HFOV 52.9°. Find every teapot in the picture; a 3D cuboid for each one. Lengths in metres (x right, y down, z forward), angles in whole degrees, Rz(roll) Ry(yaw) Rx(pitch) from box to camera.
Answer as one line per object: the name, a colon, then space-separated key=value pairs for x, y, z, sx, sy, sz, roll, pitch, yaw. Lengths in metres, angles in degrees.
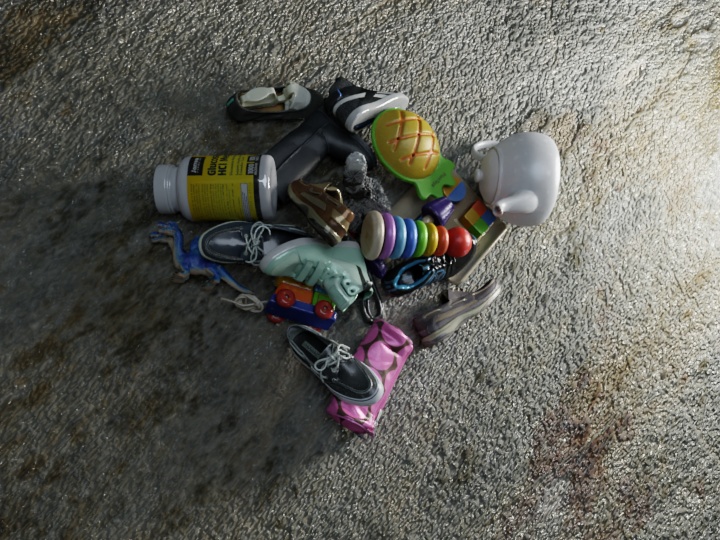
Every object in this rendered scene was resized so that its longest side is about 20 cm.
teapot: x=0.294 y=-0.184 z=1.422 sx=0.145 sy=0.200 sz=0.199 roll=4 pitch=83 yaw=-5

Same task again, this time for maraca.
maraca: x=0.102 y=-0.224 z=1.388 sx=0.200 sy=0.107 sz=0.137 roll=47 pitch=64 yaw=-7

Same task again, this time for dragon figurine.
dragon figurine: x=-0.269 y=-0.022 z=1.249 sx=0.198 sy=0.059 sz=0.100 roll=14 pitch=70 yaw=-12

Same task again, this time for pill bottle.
pill bottle: x=-0.248 y=-0.142 z=1.249 sx=0.198 sy=0.113 sz=0.114 roll=-1 pitch=73 yaw=0

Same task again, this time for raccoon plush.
raccoon plush: x=0.010 y=-0.165 z=1.311 sx=0.096 sy=0.201 sz=0.135 roll=3 pitch=48 yaw=-6

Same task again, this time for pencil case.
pencil case: x=0.022 y=0.186 z=1.264 sx=0.093 sy=0.091 sz=0.201 roll=17 pitch=66 yaw=26

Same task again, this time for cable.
cable: x=0.000 y=0.000 z=1.352 sx=0.097 sy=0.050 sz=0.202 roll=-25 pitch=94 yaw=-40

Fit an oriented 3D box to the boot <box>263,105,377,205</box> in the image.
boot: x=-0.089 y=-0.195 z=1.358 sx=0.165 sy=0.066 sz=0.200 roll=41 pitch=63 yaw=7

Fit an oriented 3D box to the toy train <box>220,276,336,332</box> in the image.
toy train: x=-0.135 y=0.026 z=1.268 sx=0.198 sy=0.085 sz=0.117 roll=17 pitch=58 yaw=-13

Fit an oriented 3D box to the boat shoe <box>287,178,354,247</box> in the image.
boat shoe: x=-0.063 y=-0.112 z=1.242 sx=0.074 sy=0.200 sz=0.076 roll=-43 pitch=128 yaw=3

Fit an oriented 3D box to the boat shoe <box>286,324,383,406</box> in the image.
boat shoe: x=-0.047 y=0.152 z=1.211 sx=0.074 sy=0.068 sz=0.199 roll=-44 pitch=59 yaw=-13

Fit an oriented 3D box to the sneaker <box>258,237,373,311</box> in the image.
sneaker: x=-0.066 y=0.012 z=1.214 sx=0.199 sy=0.074 sz=0.119 roll=-4 pitch=58 yaw=-33

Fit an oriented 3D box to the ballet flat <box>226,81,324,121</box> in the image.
ballet flat: x=-0.155 y=-0.322 z=1.376 sx=0.198 sy=0.068 sz=0.069 roll=-14 pitch=77 yaw=-22

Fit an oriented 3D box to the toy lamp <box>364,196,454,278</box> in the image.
toy lamp: x=0.094 y=-0.067 z=1.338 sx=0.200 sy=0.058 sz=0.058 roll=-39 pitch=87 yaw=-19

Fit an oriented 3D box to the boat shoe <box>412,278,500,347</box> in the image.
boat shoe: x=0.182 y=0.064 z=1.360 sx=0.199 sy=0.074 sz=0.074 roll=-34 pitch=86 yaw=-25

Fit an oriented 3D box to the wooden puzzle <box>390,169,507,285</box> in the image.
wooden puzzle: x=0.178 y=-0.101 z=1.426 sx=0.200 sy=0.046 sz=0.185 roll=44 pitch=66 yaw=-1

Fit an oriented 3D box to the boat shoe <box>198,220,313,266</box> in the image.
boat shoe: x=-0.174 y=-0.046 z=1.234 sx=0.198 sy=0.062 sz=0.076 roll=1 pitch=94 yaw=-31

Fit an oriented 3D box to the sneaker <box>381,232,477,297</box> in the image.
sneaker: x=0.136 y=-0.008 z=1.339 sx=0.199 sy=0.082 sz=0.074 roll=-31 pitch=91 yaw=-7

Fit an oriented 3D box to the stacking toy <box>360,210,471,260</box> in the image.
stacking toy: x=0.105 y=-0.054 z=1.271 sx=0.198 sy=0.085 sz=0.086 roll=4 pitch=72 yaw=-17

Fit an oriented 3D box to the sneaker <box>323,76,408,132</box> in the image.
sneaker: x=0.007 y=-0.340 z=1.413 sx=0.112 sy=0.073 sz=0.200 roll=44 pitch=37 yaw=14
